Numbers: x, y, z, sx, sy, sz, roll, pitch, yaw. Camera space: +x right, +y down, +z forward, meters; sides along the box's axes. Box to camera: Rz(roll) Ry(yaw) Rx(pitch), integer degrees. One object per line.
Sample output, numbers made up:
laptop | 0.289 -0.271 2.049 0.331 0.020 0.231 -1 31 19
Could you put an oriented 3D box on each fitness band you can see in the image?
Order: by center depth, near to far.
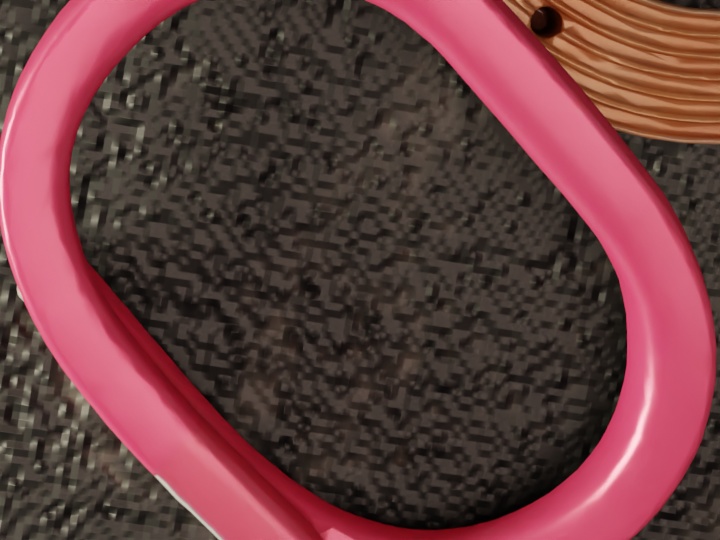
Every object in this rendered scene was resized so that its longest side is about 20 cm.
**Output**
fitness band | 0.000 0.000 0.674 0.144 0.037 0.200 -40 105 5

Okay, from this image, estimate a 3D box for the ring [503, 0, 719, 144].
ring | 0.093 -0.132 0.682 0.200 0.019 0.201 -1 100 -8
